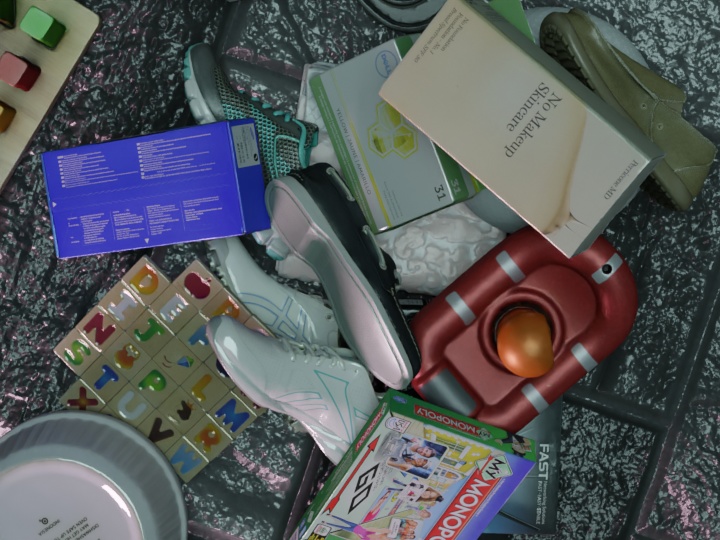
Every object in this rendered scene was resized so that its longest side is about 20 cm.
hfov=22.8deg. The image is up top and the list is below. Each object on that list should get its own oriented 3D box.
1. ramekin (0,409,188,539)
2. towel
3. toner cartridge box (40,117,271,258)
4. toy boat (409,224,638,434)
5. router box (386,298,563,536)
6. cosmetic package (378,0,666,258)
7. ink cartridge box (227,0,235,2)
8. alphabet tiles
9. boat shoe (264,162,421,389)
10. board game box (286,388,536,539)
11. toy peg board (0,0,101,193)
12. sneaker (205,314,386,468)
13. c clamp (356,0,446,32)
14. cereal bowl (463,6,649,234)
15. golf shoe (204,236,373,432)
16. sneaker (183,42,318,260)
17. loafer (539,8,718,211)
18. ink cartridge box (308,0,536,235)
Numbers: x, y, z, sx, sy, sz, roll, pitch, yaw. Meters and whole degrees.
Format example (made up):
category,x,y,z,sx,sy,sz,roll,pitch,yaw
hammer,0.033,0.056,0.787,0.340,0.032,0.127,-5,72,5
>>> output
category,x,y,z,sx,sy,sz,roll,pitch,yaw
ramekin,-0.251,0.225,1.521,0.202,0.094,0.203,0,95,4
towel,0.035,-0.077,1.556,0.199,0.032,0.192,7,92,0
toner cartridge box,-0.174,-0.068,1.498,0.199,0.043,0.095,-6,93,31
toy boat,0.133,0.051,1.433,0.200,0.131,0.131,-41,98,3
router box,0.097,0.126,1.540,0.149,0.062,0.201,1,98,-3
cosmetic package,0.125,-0.114,1.383,0.200,0.073,0.104,41,107,11
ink cartridge box,-0.044,-0.324,1.498,0.199,0.084,0.147,-13,86,9
alphabet tiles,-0.166,0.086,1.529,0.166,0.006,0.200,46,115,-2
boat shoe,0.000,0.000,1.442,0.060,0.076,0.200,-27,85,-32
board game box,0.039,0.192,1.478,0.134,0.029,0.200,21,126,-15
toy peg board,-0.359,-0.185,1.512,0.200,0.098,0.200,32,91,-2
sneaker,-0.042,0.086,1.464,0.200,0.070,0.080,38,104,-28
c clamp,0.045,-0.317,1.553,0.171,0.027,0.200,33,90,-7
cereal bowl,0.169,-0.124,1.510,0.199,0.083,0.201,-1,95,-15
golf shoe,-0.063,0.038,1.543,0.097,0.078,0.200,-30,102,-6
sneaker,-0.082,-0.112,1.522,0.091,0.078,0.200,-28,84,2
loafer,0.218,-0.139,1.445,0.067,0.076,0.200,-43,112,-11
ink cartridge box,0.063,-0.126,1.462,0.200,0.048,0.146,-20,90,41
